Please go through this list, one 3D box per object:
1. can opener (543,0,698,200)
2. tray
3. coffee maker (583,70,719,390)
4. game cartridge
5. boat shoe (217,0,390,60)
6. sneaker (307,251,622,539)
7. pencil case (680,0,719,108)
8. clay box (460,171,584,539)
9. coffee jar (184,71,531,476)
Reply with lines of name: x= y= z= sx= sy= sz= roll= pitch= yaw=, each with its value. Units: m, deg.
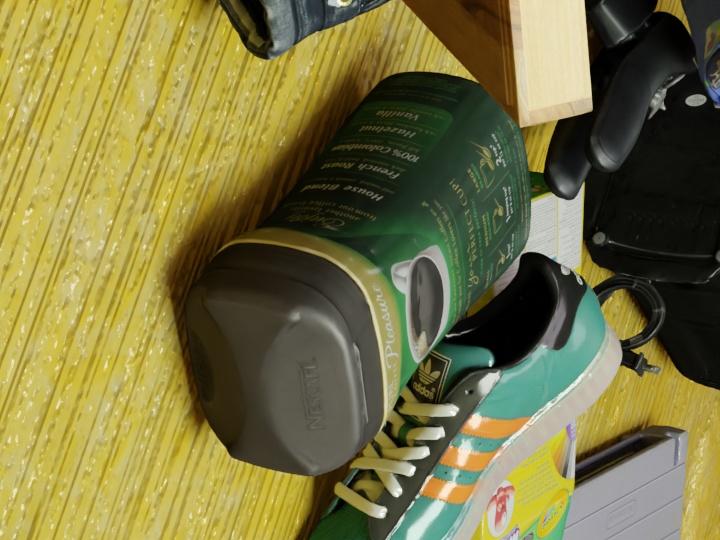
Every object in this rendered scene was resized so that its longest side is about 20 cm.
can opener: x=0.129 y=-0.091 z=1.474 sx=0.079 sy=0.063 sz=0.200 roll=40 pitch=35 yaw=-9
tray: x=0.043 y=-0.146 z=1.195 sx=0.037 sy=0.200 sz=0.099 roll=-15 pitch=119 yaw=-13
coffee maker: x=0.203 y=-0.002 z=1.609 sx=0.192 sy=0.135 sz=0.200 roll=-50 pitch=145 yaw=-7
game cartridge: x=0.135 y=0.170 z=1.606 sx=0.200 sy=0.038 sz=0.130 roll=-16 pitch=116 yaw=-60
boat shoe: x=-0.039 y=-0.187 z=1.132 sx=0.091 sy=0.071 sz=0.200 roll=-32 pitch=113 yaw=-23
sneaker: x=0.036 y=0.072 z=1.318 sx=0.200 sy=0.071 sz=0.080 roll=-47 pitch=131 yaw=-14
pencil case: x=0.204 y=-0.165 z=1.506 sx=0.078 sy=0.087 sz=0.200 roll=27 pitch=35 yaw=-33
clay box: x=0.070 y=0.056 z=1.432 sx=0.115 sy=0.048 sz=0.200 roll=-21 pitch=116 yaw=-60
coffee jar: x=0.000 y=0.000 z=1.241 sx=0.200 sy=0.085 sz=0.104 roll=-49 pitch=140 yaw=-47
